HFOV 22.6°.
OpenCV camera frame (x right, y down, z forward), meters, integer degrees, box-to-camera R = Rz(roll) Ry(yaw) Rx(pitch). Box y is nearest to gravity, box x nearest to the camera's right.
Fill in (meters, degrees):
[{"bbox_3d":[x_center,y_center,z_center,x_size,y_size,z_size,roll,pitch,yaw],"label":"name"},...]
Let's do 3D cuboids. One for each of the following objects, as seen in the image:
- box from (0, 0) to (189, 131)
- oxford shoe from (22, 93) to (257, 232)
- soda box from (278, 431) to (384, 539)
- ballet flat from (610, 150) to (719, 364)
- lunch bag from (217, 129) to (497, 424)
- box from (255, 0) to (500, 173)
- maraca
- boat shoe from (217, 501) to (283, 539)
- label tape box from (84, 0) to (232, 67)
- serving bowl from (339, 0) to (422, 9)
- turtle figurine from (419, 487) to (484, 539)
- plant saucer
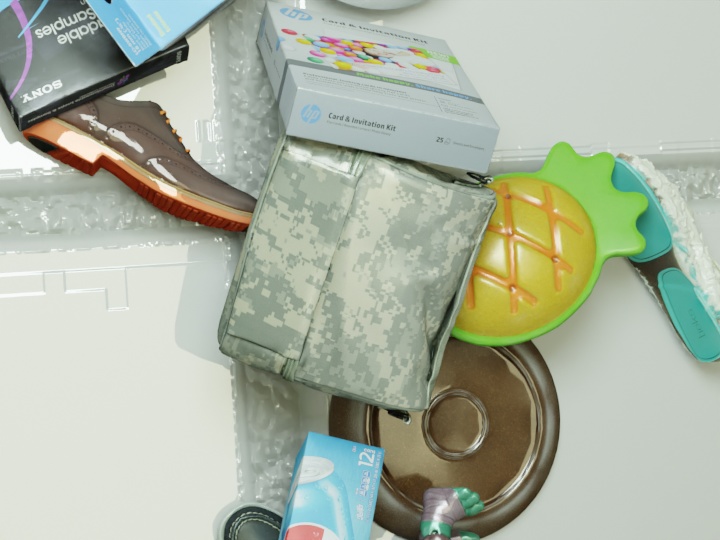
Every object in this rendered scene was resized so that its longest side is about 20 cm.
[{"bbox_3d":[-0.235,-0.222,1.364,0.143,0.036,0.201,-26,82,-14],"label":"box"},{"bbox_3d":[-0.155,-0.091,1.390,0.199,0.071,0.073,27,78,-12],"label":"oxford shoe"},{"bbox_3d":[-0.033,0.229,1.360,0.064,0.068,0.201,13,63,-6],"label":"soda box"},{"bbox_3d":[0.263,-0.016,1.510,0.072,0.072,0.201,-30,98,-14],"label":"ballet flat"},{"bbox_3d":[0.000,0.000,1.364,0.167,0.139,0.201,20,98,6],"label":"lunch bag"},{"bbox_3d":[0.009,-0.142,1.370,0.155,0.200,0.041,11,112,-14],"label":"box"},{"bbox_3d":[0.136,-0.021,1.442,0.200,0.107,0.137,-33,75,-10],"label":"maraca"},{"bbox_3d":[-0.035,0.264,1.418,0.076,0.060,0.200,-44,100,-12],"label":"boat shoe"},{"bbox_3d":[-0.148,-0.249,1.332,0.063,0.200,0.144,-33,100,26],"label":"label tape box"},{"bbox_3d":[0.018,-0.310,1.421,0.199,0.066,0.201,4,81,-25],"label":"serving bowl"},{"bbox_3d":[0.052,0.272,1.367,0.100,0.150,0.201,19,53,-9],"label":"turtle figurine"},{"bbox_3d":[0.074,0.124,1.466,0.199,0.032,0.201,1,88,-15],"label":"plant saucer"}]
